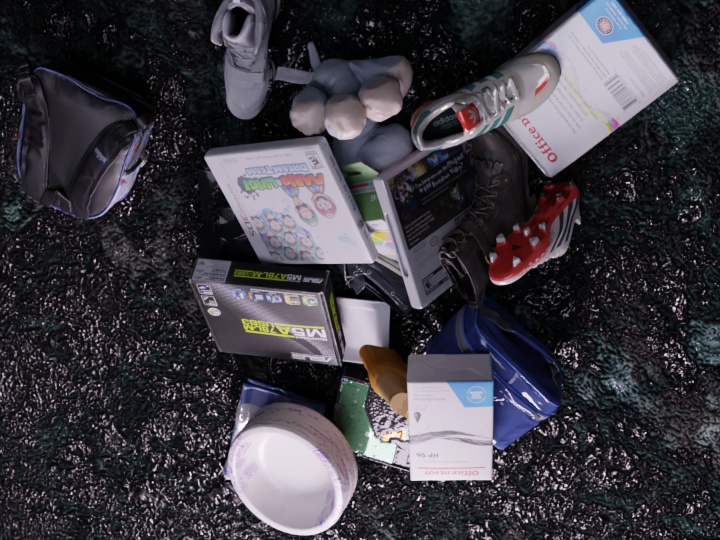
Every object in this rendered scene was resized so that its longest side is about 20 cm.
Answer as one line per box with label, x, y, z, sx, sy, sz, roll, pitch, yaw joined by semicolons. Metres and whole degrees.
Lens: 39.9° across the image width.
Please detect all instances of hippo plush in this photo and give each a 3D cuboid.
hippo plush;-0.016;-0.178;1.276;0.198;0.159;0.163;14;136;35

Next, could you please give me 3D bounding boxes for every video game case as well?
video game case;-0.090;-0.085;1.289;0.197;0.024;0.184;0;129;37
video game case;0.111;-0.078;1.301;0.023;0.199;0.185;7;122;47

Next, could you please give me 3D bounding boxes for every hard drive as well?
hard drive;0.055;0.238;1.541;0.196;0.038;0.142;15;117;5

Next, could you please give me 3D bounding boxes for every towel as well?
towel;-0.142;0.279;1.615;0.144;0.024;0.203;17;117;4

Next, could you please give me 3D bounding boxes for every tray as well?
tray;-0.051;0.082;1.501;0.196;0.022;0.109;6;117;10

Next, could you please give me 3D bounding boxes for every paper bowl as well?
paper bowl;-0.098;0.297;1.533;0.197;0.105;0.204;10;120;18

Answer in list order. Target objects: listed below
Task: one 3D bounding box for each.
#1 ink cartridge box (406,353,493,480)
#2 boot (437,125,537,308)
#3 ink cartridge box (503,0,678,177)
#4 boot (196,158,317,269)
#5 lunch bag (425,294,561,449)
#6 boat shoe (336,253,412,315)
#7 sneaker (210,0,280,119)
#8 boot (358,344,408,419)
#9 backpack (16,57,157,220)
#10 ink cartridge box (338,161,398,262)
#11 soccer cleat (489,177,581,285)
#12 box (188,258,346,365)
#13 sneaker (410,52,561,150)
ink cartridge box;0.122;0.216;1.338;0.114;0.068;0.203;-1;118;5
boot;0.154;-0.074;1.280;0.069;0.174;0.202;8;137;45
ink cartridge box;0.270;-0.238;1.240;0.199;0.085;0.145;-38;101;24
boot;-0.147;-0.068;1.421;0.197;0.077;0.171;15;121;12
lunch bag;0.200;0.142;1.406;0.199;0.136;0.132;40;118;-11
boat shoe;0.000;0.000;1.417;0.198;0.075;0.063;29;81;-5
sneaker;-0.156;-0.285;1.299;0.074;0.115;0.203;15;118;6
boot;0.089;0.183;1.452;0.200;0.144;0.071;35;102;-29
backpack;-0.386;-0.178;1.384;0.198;0.154;0.193;28;110;6
ink cartridge box;0.027;-0.072;1.311;0.103;0.060;0.199;-5;158;44
soccer cleat;0.234;-0.037;1.292;0.068;0.201;0.086;7;135;40
box;-0.129;0.062;1.424;0.196;0.048;0.195;6;143;11
sneaker;0.149;-0.193;1.184;0.197;0.094;0.071;-22;107;15
